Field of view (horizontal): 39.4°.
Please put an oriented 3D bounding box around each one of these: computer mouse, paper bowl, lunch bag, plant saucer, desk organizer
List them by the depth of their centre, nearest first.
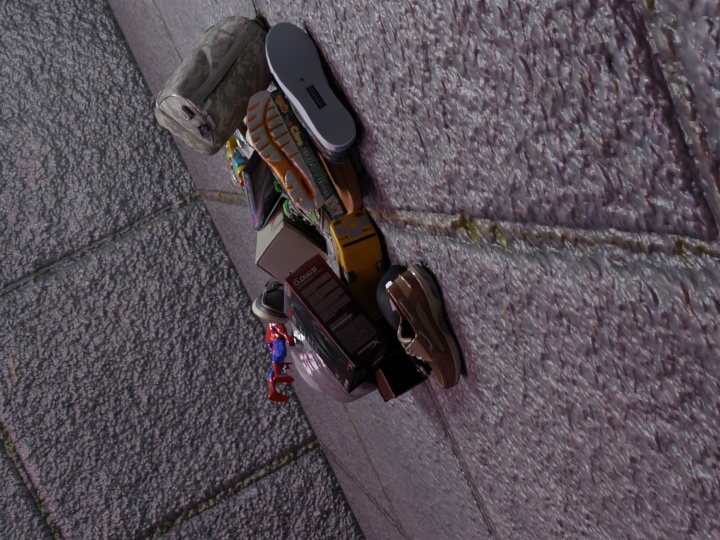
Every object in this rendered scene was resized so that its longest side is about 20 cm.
[{"bbox_3d":[0.061,0.072,1.542,0.139,0.052,0.201,56,166,33],"label":"computer mouse"},{"bbox_3d":[-0.060,-0.176,1.572,0.202,0.032,0.201,59,168,21],"label":"plant saucer"},{"bbox_3d":[-0.231,-0.300,1.613,0.139,0.201,0.168,36,163,-6],"label":"lunch bag"},{"bbox_3d":[0.032,0.118,1.718,0.202,0.071,0.077,62,166,3],"label":"desk organizer"},{"bbox_3d":[-0.048,0.137,1.787,0.200,0.104,0.203,39,-145,-34],"label":"paper bowl"}]

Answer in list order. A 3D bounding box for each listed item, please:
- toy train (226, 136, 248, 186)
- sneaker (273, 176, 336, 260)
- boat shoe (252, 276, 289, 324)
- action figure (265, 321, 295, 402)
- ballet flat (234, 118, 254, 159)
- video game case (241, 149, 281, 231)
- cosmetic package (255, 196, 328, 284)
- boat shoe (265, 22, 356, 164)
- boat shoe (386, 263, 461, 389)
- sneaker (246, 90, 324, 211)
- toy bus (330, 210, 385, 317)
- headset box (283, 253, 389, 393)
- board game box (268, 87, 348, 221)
[{"bbox_3d":[-0.281,-0.287,2.217,0.202,0.055,0.150,70,168,-17],"label":"toy train"},{"bbox_3d":[-0.080,-0.093,1.705,0.201,0.084,0.078,57,167,22],"label":"sneaker"},{"bbox_3d":[-0.140,0.038,1.775,0.071,0.066,0.200,23,-164,3],"label":"boat shoe"},{"bbox_3d":[-0.137,0.139,1.718,0.201,0.051,0.066,-104,22,-54],"label":"action figure"},{"bbox_3d":[-0.211,-0.278,1.913,0.202,0.071,0.072,58,167,15],"label":"ballet flat"},{"bbox_3d":[-0.158,-0.174,1.757,0.019,0.144,0.201,24,157,10],"label":"video game case"},{"bbox_3d":[-0.122,-0.048,1.777,0.103,0.088,0.200,34,-167,-16],"label":"cosmetic package"},{"bbox_3d":[-0.073,-0.241,1.398,0.202,0.070,0.091,61,170,10],"label":"boat shoe"},{"bbox_3d":[0.086,0.087,1.424,0.076,0.071,0.202,39,153,62],"label":"boat shoe"},{"bbox_3d":[-0.119,-0.182,1.564,0.077,0.077,0.202,-157,42,-85],"label":"sneaker"},{"bbox_3d":[0.000,0.000,1.599,0.201,0.064,0.079,81,166,-55],"label":"toy bus"},{"bbox_3d":[-0.048,0.079,1.605,0.200,0.077,0.149,49,162,14],"label":"headset box"},{"bbox_3d":[-0.073,-0.167,1.458,0.202,0.023,0.105,63,-174,-4],"label":"board game box"}]
